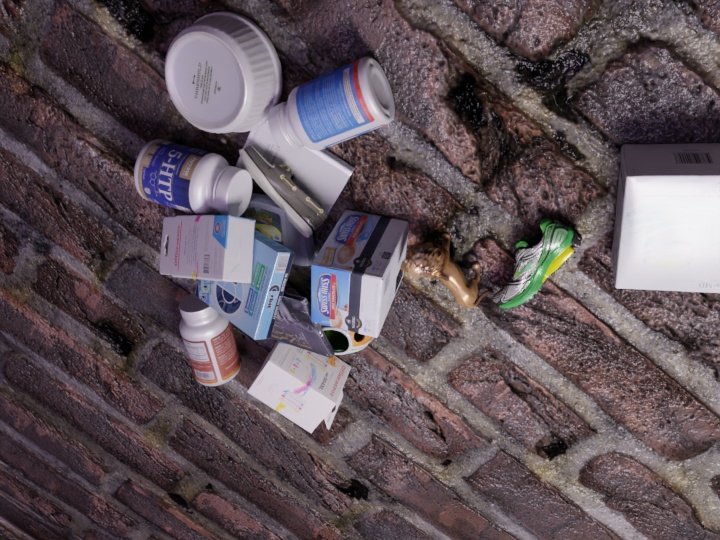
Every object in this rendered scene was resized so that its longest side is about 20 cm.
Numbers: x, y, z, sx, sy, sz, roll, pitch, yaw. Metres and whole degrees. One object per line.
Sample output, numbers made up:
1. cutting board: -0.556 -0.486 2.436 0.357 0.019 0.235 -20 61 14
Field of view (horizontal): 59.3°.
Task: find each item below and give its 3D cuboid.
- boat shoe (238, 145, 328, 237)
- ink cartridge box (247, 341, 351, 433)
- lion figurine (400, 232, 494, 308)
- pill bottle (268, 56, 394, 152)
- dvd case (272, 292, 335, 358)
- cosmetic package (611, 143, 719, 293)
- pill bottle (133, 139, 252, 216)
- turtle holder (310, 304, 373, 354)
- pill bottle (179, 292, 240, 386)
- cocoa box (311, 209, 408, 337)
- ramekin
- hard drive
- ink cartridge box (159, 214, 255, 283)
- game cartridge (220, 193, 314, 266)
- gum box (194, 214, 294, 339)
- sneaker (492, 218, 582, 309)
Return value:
1. boat shoe: -0.142 -0.154 1.159 0.060 0.072 0.202 -41 89 -10
2. ink cartridge box: -0.124 0.248 1.410 0.199 0.129 0.126 33 127 -5
3. lion figurine: 0.167 0.012 1.157 0.199 0.123 0.073 37 126 -8
4. pill bottle: -0.052 -0.267 1.054 0.198 0.113 0.113 -15 117 25
5. dvd case: -0.150 0.094 1.227 0.198 0.016 0.150 12 138 40
6. cosmetic package: 0.504 -0.080 0.982 0.197 0.123 0.202 2 124 18
7. pill bottle: -0.311 -0.168 1.190 0.198 0.120 0.121 16 127 17
8. turtle holder: -0.054 0.097 1.283 0.183 0.132 0.142 20 127 5
9. pill bottle: -0.344 0.152 1.432 0.111 0.113 0.202 3 123 17
10. cocoa box: 0.000 0.000 1.157 0.129 0.201 0.135 12 127 12
11. ramekin: -0.240 -0.328 1.075 0.200 0.094 0.205 9 118 17
12. hard drive: -0.125 -0.192 1.182 0.199 0.026 0.132 32 127 -4
13. ink cartridge box: -0.287 -0.041 1.173 0.198 0.067 0.117 4 89 39
14. game cartridge: -0.188 -0.086 1.253 0.197 0.041 0.135 12 126 19
15. gum box: -0.223 0.009 1.192 0.199 0.044 0.172 29 108 37
16. sneaker: 0.301 -0.012 1.135 0.085 0.078 0.201 36 118 1
